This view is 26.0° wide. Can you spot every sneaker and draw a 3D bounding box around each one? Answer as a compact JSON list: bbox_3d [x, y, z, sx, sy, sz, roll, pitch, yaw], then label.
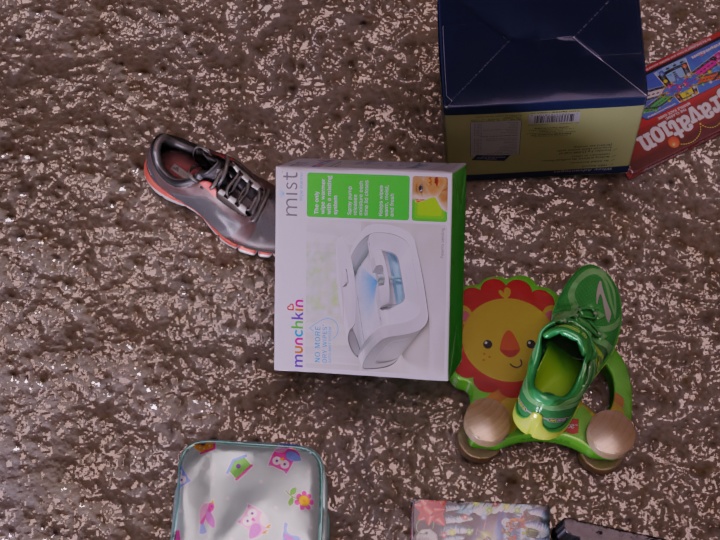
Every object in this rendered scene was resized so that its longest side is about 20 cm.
[{"bbox_3d":[-0.137,-0.079,1.601,0.199,0.082,0.077,25,72,5],"label":"sneaker"},{"bbox_3d":[0.210,0.072,1.517,0.074,0.084,0.201,21,57,8],"label":"sneaker"}]

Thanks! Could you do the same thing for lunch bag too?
[{"bbox_3d":[-0.102,0.267,1.492,0.159,0.077,0.201,3,72,-4],"label":"lunch bag"}]

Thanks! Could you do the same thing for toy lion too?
[{"bbox_3d":[0.175,0.099,1.577,0.198,0.069,0.193,6,64,-1],"label":"toy lion"}]

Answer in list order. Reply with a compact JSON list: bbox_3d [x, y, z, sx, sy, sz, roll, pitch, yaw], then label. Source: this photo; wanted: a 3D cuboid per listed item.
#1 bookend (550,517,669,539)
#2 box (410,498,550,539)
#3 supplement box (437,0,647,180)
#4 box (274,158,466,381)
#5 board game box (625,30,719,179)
[{"bbox_3d":[0.268,0.357,1.476,0.197,0.092,0.201,11,73,2],"label":"bookend"},{"bbox_3d":[0.114,0.325,1.505,0.136,0.040,0.201,2,72,-2],"label":"box"},{"bbox_3d":[0.180,-0.191,1.584,0.198,0.200,0.135,-2,72,3],"label":"supplement box"},{"bbox_3d":[0.010,-0.005,1.511,0.175,0.097,0.202,3,99,11],"label":"box"},{"bbox_3d":[0.353,-0.186,1.698,0.199,0.019,0.103,-26,76,-11],"label":"board game box"}]
